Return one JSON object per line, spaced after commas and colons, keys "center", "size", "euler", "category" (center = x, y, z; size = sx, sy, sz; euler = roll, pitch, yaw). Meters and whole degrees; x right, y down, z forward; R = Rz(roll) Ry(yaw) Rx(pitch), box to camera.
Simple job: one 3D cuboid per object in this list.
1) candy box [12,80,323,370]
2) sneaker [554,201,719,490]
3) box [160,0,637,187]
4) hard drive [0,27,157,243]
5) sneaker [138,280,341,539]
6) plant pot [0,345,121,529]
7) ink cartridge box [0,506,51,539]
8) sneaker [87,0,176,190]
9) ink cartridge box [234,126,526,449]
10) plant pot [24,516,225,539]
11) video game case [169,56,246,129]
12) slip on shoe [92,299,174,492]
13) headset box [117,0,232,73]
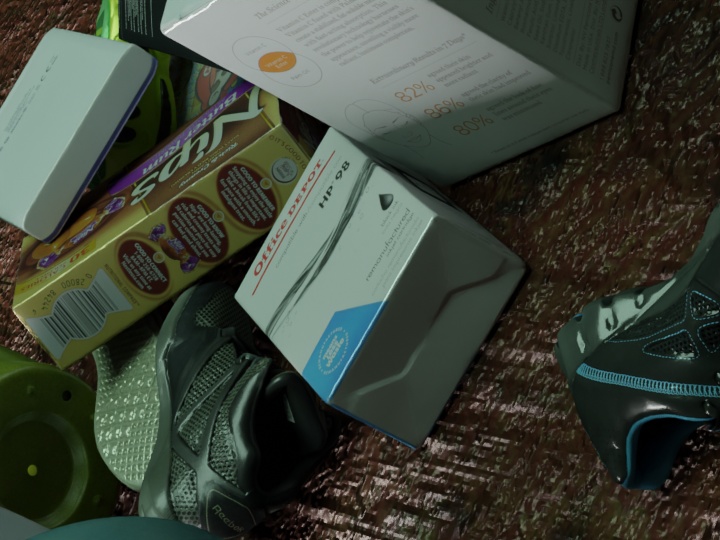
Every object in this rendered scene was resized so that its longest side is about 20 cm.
{"center": [-0.114, -0.034, 1.541], "size": [0.199, 0.057, 0.117], "euler": [-35, 20, 11], "category": "candy box"}
{"center": [0.168, 0.023, 1.104], "size": [0.200, 0.073, 0.082], "euler": [-44, 49, 42], "category": "sneaker"}
{"center": [0.024, -0.149, 1.338], "size": [0.152, 0.199, 0.107], "euler": [-22, 48, 50], "category": "box"}
{"center": [-0.200, -0.091, 1.641], "size": [0.132, 0.025, 0.200], "euler": [-59, 22, -4], "category": "hard drive"}
{"center": [-0.061, 0.069, 1.438], "size": [0.114, 0.076, 0.200], "euler": [-30, 31, 24], "category": "sneaker"}
{"center": [-0.254, 0.124, 1.608], "size": [0.192, 0.200, 0.202], "euler": [-3, 63, 49], "category": "plant pot"}
{"center": [-0.222, 0.219, 1.500], "size": [0.200, 0.144, 0.085], "euler": [-26, 44, 48], "category": "ink cartridge box"}
{"center": [-0.164, -0.141, 1.740], "size": [0.083, 0.074, 0.201], "euler": [-30, 42, 40], "category": "sneaker"}
{"center": [0.000, 0.000, 1.393], "size": [0.116, 0.066, 0.200], "euler": [-60, 28, 7], "category": "ink cartridge box"}
{"center": [-0.106, 0.207, 1.300], "size": [0.200, 0.200, 0.135], "euler": [-46, -4, 29], "category": "plant pot"}
{"center": [-0.080, -0.149, 1.705], "size": [0.182, 0.023, 0.201], "euler": [-18, 52, 54], "category": "video game case"}
{"center": [-0.125, 0.069, 1.551], "size": [0.074, 0.061, 0.200], "euler": [-48, 28, 16], "category": "slip on shoe"}
{"center": [-0.063, -0.215, 1.549], "size": [0.200, 0.092, 0.175], "euler": [20, 115, 52], "category": "headset box"}
